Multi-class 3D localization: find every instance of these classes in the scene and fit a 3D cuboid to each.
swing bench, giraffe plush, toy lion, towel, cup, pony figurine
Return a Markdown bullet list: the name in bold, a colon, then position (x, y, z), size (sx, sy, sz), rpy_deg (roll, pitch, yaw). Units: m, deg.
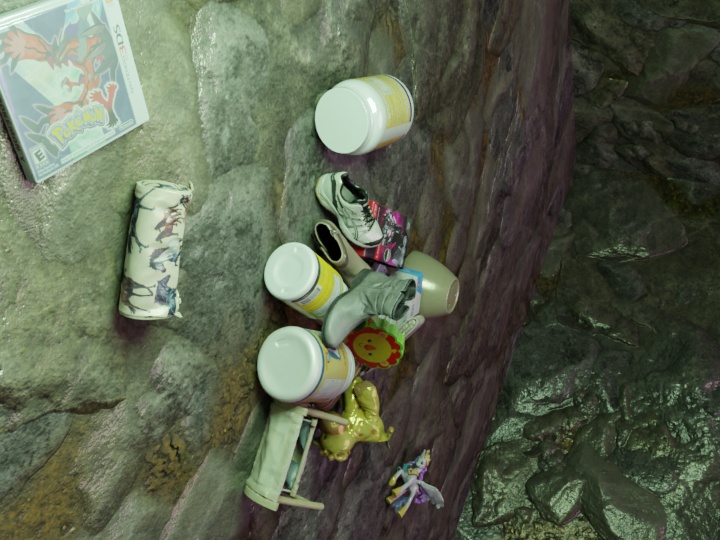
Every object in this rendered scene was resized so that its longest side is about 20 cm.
- **swing bench**: position (-0.145, 0.381, 1.434), size (0.199, 0.128, 0.203), rpy_deg (33, 73, -57)
- **giraffe plush**: position (-0.035, 0.370, 1.624), size (0.160, 0.203, 0.173), rpy_deg (-24, 171, -27)
- **toy lion**: position (0.004, 0.143, 1.536), size (0.069, 0.187, 0.203), rpy_deg (-72, 158, -45)
- **towel**: position (0.075, 0.180, 1.686), size (0.200, 0.035, 0.132), rpy_deg (-43, 171, 10)
- **cup**: position (0.201, 0.057, 1.963), size (0.200, 0.141, 0.204), rpy_deg (-37, 134, -52)
- **pony figurine**: position (0.174, 0.705, 2.238), size (0.199, 0.165, 0.196), rpy_deg (-35, 127, -32)

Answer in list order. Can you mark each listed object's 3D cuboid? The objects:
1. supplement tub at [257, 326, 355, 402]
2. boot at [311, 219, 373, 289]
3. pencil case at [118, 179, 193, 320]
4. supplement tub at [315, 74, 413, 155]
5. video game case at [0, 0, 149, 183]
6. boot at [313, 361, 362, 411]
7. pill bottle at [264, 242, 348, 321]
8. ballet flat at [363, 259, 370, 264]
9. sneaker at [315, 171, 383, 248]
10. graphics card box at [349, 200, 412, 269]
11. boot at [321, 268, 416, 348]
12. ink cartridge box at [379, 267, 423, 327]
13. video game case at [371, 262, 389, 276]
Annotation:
- **supplement tub**: position (-0.105, 0.195, 1.401), size (0.199, 0.142, 0.148), rpy_deg (21, 83, -64)
- **boot**: position (-0.034, -0.017, 1.432), size (0.070, 0.201, 0.146), rpy_deg (-38, 170, 3)
- **pencil case**: position (-0.291, -0.032, 0.985), size (0.088, 0.077, 0.205), rpy_deg (5, 98, -38)
- **supplement tub**: position (0.010, -0.317, 1.392), size (0.199, 0.143, 0.149), rpy_deg (-32, 130, -56)
- **video game case**: position (-0.352, -0.233, 0.833), size (0.200, 0.023, 0.185), rpy_deg (-49, 142, -44)
- **boot**: position (-0.053, 0.229, 1.608), size (0.201, 0.073, 0.076), rpy_deg (-56, 137, -26)
- **pill bottle**: position (-0.100, 0.031, 1.368), size (0.200, 0.112, 0.116), rpy_deg (43, 64, -62)
- **ballet flat**: position (0.000, 0.000, 1.633), size (0.067, 0.046, 0.204), rpy_deg (37, 68, -64)
- **sneaker**: position (-0.007, -0.123, 1.428), size (0.200, 0.087, 0.077), rpy_deg (44, 54, -29)
- **graphics card box**: position (0.048, -0.081, 1.594), size (0.199, 0.050, 0.128), rpy_deg (18, 81, -59)
- **boot**: position (0.018, 0.078, 1.342), size (0.201, 0.130, 0.070), rpy_deg (-56, 139, -26)
- **ink cartridge box**: position (0.085, 0.079, 1.735), size (0.199, 0.067, 0.119), rpy_deg (-29, 129, -56)
- **video game case**: position (0.031, 0.101, 1.757), size (0.202, 0.023, 0.183), rpy_deg (-64, 152, -26)
